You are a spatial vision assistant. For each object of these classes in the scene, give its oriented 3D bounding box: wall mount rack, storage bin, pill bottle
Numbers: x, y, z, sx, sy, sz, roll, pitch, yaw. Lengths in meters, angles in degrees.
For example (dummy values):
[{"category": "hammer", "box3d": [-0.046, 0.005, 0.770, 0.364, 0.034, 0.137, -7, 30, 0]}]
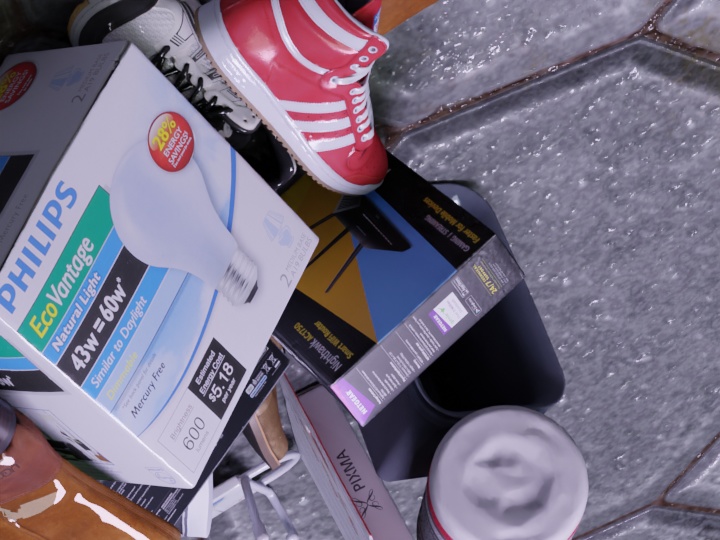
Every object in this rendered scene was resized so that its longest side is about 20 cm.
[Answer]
[{"category": "wall mount rack", "box3d": [-0.126, 0.221, 1.768, 0.199, 0.075, 0.174, -32, 167, 3]}, {"category": "storage bin", "box3d": [0.039, 0.057, 1.629, 0.145, 0.201, 0.135, -4, 146, -29]}, {"category": "pill bottle", "box3d": [0.097, 0.179, 1.573, 0.110, 0.111, 0.200, -21, 160, -11]}]

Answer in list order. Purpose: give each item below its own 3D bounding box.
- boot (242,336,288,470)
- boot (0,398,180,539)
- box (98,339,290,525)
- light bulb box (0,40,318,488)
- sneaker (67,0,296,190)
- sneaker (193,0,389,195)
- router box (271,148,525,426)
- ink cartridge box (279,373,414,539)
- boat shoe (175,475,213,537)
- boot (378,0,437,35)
[{"category": "boot", "box3d": [-0.075, 0.065, 1.637, 0.075, 0.074, 0.201, -30, 130, -17]}, {"category": "boot", "box3d": [-0.242, 0.154, 1.359, 0.188, 0.069, 0.200, -29, 135, 19]}, {"category": "box", "box3d": [-0.160, 0.087, 1.501, 0.160, 0.043, 0.200, 47, 66, -28]}, {"category": "light bulb box", "box3d": [-0.161, -0.002, 1.356, 0.200, 0.124, 0.199, 45, 58, -36]}, {"category": "sneaker", "box3d": [-0.104, -0.115, 1.409, 0.076, 0.088, 0.200, -40, 141, 15]}, {"category": "sneaker", "box3d": [-0.008, -0.126, 1.419, 0.112, 0.072, 0.200, -25, 140, 20]}, {"category": "router box", "box3d": [0.000, 0.000, 1.492, 0.149, 0.200, 0.051, -43, 127, -6]}, {"category": "ink cartridge box", "box3d": [-0.004, 0.167, 1.711, 0.043, 0.200, 0.174, -24, 144, -9]}, {"category": "boat shoe", "box3d": [-0.145, 0.131, 1.645, 0.067, 0.072, 0.200, 3, 142, -1]}, {"category": "boot", "box3d": [0.035, -0.234, 1.405, 0.199, 0.069, 0.188, -22, 150, 4]}]
